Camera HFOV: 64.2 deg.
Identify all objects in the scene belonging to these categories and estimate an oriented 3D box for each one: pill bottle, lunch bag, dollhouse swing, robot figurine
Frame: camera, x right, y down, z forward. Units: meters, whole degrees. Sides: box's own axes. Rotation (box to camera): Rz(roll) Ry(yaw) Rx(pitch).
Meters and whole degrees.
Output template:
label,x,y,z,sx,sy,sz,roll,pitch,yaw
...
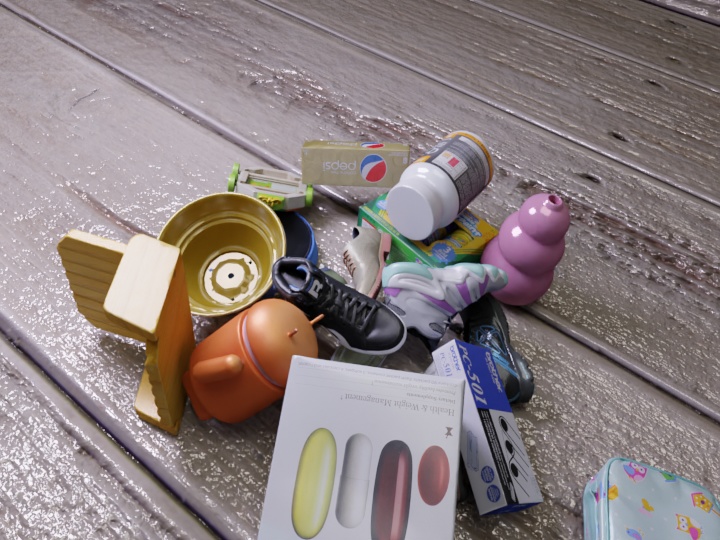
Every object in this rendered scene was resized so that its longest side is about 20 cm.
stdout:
label,x,y,z,sx,sy,sz,roll,pitch,yaw
pill bottle,0.133,-0.142,0.958,0.115,0.119,0.199,31,49,22
lunch bag,0.334,0.327,0.660,0.155,0.079,0.203,15,45,8
dollhouse swing,-0.308,0.075,0.721,0.170,0.204,0.185,5,44,-5
robot figurine,-0.134,0.114,0.719,0.197,0.143,0.119,-33,42,21

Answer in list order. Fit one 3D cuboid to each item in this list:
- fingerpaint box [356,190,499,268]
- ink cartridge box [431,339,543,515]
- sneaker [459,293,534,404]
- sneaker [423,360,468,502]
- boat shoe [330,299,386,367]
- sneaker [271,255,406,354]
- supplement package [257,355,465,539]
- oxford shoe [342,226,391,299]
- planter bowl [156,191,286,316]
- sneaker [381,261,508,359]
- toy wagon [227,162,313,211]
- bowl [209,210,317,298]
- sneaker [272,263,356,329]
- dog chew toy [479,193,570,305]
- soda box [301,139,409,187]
label,x,y,z,sx,sy,sz,roll,pitch,yaw
fingerpaint box,0.116,-0.065,1.014,0.165,0.075,0.199,-29,56,-32
ink cartridge box,0.158,0.195,0.726,0.093,0.044,0.205,19,46,-45
sneaker,0.182,0.107,0.855,0.079,0.075,0.203,-8,47,-17
sneaker,0.113,0.210,0.760,0.080,0.077,0.204,24,48,-13
boat shoe,0.016,0.097,0.848,0.071,0.063,0.200,27,48,18
sneaker,-0.036,0.046,0.752,0.195,0.112,0.075,23,78,19
supplement package,0.007,0.220,0.609,0.185,0.148,0.206,6,66,7
oxford shoe,0.000,0.000,0.890,0.072,0.072,0.202,21,32,-5
planter bowl,-0.201,-0.009,0.857,0.193,0.084,0.206,-1,63,2
sneaker,0.125,0.063,0.840,0.193,0.078,0.145,0,86,-10
toy wagon,-0.161,-0.144,1.029,0.150,0.041,0.201,9,25,-10
bowl,-0.168,-0.041,0.973,0.193,0.040,0.204,5,45,-5
sneaker,-0.102,0.048,0.876,0.197,0.068,0.090,-24,55,-37
dog chew toy,0.267,-0.038,0.916,0.120,0.203,0.127,6,48,-7
soda box,-0.009,-0.193,1.037,0.193,0.070,0.064,2,24,2
